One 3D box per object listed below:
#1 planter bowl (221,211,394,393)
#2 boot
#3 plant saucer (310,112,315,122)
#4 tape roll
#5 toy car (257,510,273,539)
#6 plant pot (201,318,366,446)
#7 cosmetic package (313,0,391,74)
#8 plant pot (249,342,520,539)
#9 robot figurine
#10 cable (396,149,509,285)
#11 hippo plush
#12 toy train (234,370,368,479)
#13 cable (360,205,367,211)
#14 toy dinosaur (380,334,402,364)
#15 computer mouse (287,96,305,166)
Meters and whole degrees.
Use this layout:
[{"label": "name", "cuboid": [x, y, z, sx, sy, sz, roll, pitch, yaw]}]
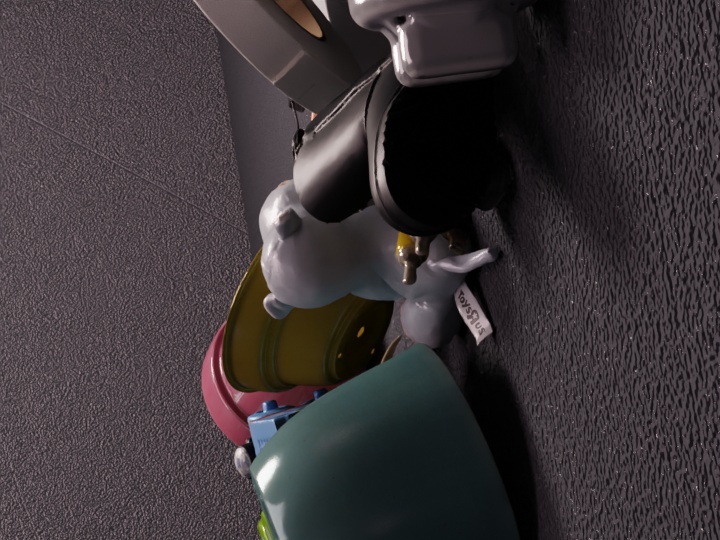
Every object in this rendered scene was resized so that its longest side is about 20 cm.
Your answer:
[{"label": "planter bowl", "cuboid": [-0.028, 0.038, 1.106, 0.083, 0.200, 0.201, 29, 141, 24]}, {"label": "boot", "cuboid": [0.015, -0.071, 0.817, 0.168, 0.076, 0.201, -43, 28, 47]}, {"label": "plant saucer", "cuboid": [-0.036, -0.166, 1.358, 0.200, 0.032, 0.202, -173, 90, -85]}, {"label": "tape roll", "cuboid": [-0.076, -0.204, 0.962, 0.203, 0.037, 0.203, 45, -165, -15]}, {"label": "toy car", "cuboid": [0.008, 0.311, 1.261, 0.158, 0.163, 0.201, 110, 139, -70]}, {"label": "plant pot", "cuboid": [-0.071, 0.098, 1.474, 0.179, 0.198, 0.201, 122, 142, -51]}, {"label": "cosmetic package", "cuboid": [-0.006, -0.225, 1.117, 0.102, 0.073, 0.202, 100, 162, -63]}, {"label": "plant pot", "cuboid": [0.010, 0.178, 0.953, 0.201, 0.160, 0.202, 159, 90, -81]}, {"label": "robot figurine", "cuboid": [0.042, -0.208, 0.706, 0.170, 0.112, 0.202, -179, 81, -83]}, {"label": "cable", "cuboid": [0.056, -0.080, 0.887, 0.097, 0.050, 0.201, -51, 27, 31]}, {"label": "hippo plush", "cuboid": [0.000, 0.000, 0.986, 0.201, 0.159, 0.160, -109, 15, -51]}, {"label": "toy train", "cuboid": [-0.012, 0.143, 1.110, 0.114, 0.199, 0.087, -15, 89, 61]}, {"label": "cable", "cuboid": [0.009, -0.066, 1.223, 0.164, 0.050, 0.201, 95, 165, -53]}, {"label": "toy dinosaur", "cuboid": [0.014, 0.161, 1.227, 0.058, 0.100, 0.201, 110, 155, -50]}, {"label": "computer mouse", "cuboid": [-0.058, -0.174, 1.316, 0.059, 0.034, 0.201, 97, 170, -52]}]
